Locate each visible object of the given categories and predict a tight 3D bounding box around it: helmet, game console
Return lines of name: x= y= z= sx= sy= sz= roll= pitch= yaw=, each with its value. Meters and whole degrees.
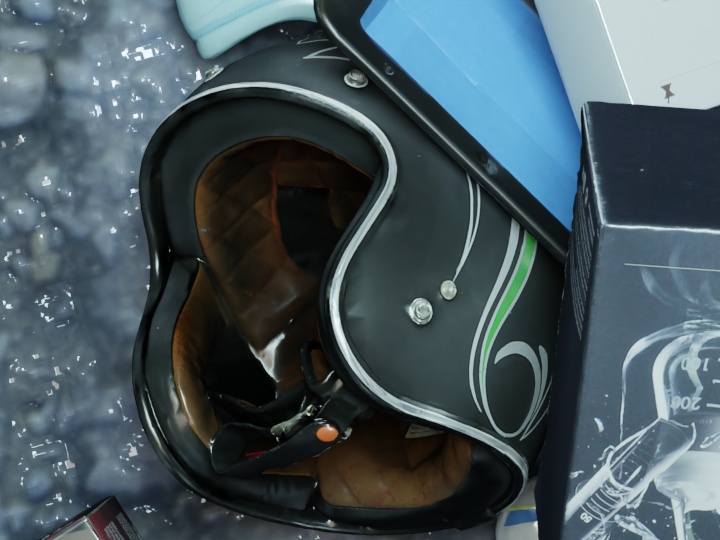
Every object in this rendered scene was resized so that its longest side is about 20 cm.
helmet: x=0.000 y=0.000 z=1.147 sx=0.199 sy=0.200 sz=0.192 roll=4 pitch=64 yaw=-3
game console: x=0.105 y=-0.109 z=1.109 sx=0.200 sy=0.116 sz=0.176 roll=43 pitch=98 yaw=-11

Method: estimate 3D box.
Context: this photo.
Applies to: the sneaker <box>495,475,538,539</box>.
sneaker: x=0.158 y=0.147 z=1.195 sx=0.199 sy=0.105 sz=0.076 roll=23 pitch=88 yaw=-3

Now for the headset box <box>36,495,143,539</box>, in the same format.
headset box: x=-0.153 y=0.169 z=1.133 sx=0.148 sy=0.200 sz=0.077 roll=-34 pitch=91 yaw=-3

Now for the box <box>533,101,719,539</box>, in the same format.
box: x=0.176 y=0.043 z=1.035 sx=0.199 sy=0.104 sz=0.183 roll=3 pitch=120 yaw=-2

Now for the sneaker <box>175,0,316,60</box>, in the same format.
sneaker: x=0.012 y=-0.138 z=1.215 sx=0.199 sy=0.074 sz=0.082 roll=-8 pitch=101 yaw=4

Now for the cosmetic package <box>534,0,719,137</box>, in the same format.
cosmetic package: x=0.159 y=-0.150 z=1.102 sx=0.199 sy=0.052 sz=0.152 roll=-19 pitch=87 yaw=-24
